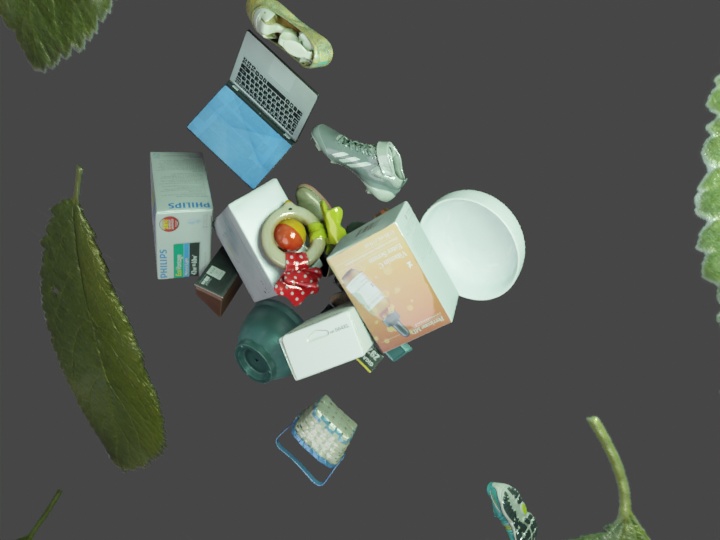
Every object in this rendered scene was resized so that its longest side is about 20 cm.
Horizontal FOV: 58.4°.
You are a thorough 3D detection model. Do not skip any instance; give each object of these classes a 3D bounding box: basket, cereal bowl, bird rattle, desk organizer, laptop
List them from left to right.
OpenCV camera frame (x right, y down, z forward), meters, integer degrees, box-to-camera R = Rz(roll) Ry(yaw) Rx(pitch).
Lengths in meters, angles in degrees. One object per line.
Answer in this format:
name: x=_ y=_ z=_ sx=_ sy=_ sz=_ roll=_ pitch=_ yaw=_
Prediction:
desk organizer: x=-0.302 y=0.002 z=1.475 sx=0.070 sy=0.202 sz=0.078 roll=23 pitch=137 yaw=3
laptop: x=-0.210 y=-0.307 z=1.243 sx=0.186 sy=0.116 sz=0.201 roll=41 pitch=136 yaw=2
bird rattle: x=-0.120 y=-0.046 z=1.248 sx=0.161 sy=0.202 sz=0.113 roll=33 pitch=165 yaw=6
basket: x=-0.110 y=0.449 z=1.698 sx=0.176 sy=0.139 sz=0.201 roll=42 pitch=106 yaw=1
cereal bowl: x=0.203 y=-0.054 z=1.145 sx=0.196 sy=0.083 sz=0.205 roll=19 pitch=130 yaw=24

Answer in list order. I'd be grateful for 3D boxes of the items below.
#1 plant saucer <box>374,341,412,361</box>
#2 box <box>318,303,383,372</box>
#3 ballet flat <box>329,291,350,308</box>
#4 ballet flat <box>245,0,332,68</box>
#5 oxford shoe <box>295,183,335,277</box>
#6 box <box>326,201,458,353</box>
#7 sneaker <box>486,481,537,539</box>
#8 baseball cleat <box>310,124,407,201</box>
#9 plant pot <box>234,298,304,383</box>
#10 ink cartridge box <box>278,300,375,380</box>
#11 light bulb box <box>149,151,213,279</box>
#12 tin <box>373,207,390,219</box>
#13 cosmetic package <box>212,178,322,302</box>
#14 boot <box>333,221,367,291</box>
plant saucer: x=0.030 y=0.123 z=1.455 sx=0.201 sy=0.019 sz=0.070 roll=48 pitch=136 yaw=-2
box: x=-0.024 y=0.146 z=1.408 sx=0.160 sy=0.049 sz=0.200 roll=45 pitch=177 yaw=2
ballet flat: x=0.007 y=0.078 z=1.329 sx=0.196 sy=0.069 sz=0.068 roll=-9 pitch=144 yaw=39
ballet flat: x=-0.138 y=-0.422 z=1.140 sx=0.198 sy=0.071 sz=0.071 roll=36 pitch=136 yaw=9
oxford shoe: x=-0.089 y=-0.081 z=1.349 sx=0.069 sy=0.075 sz=0.204 roll=-10 pitch=115 yaw=40
box: x=0.061 y=0.013 z=1.137 sx=0.150 sy=0.107 sz=0.203 roll=-27 pitch=104 yaw=25
sneaker: x=0.359 y=0.583 z=1.527 sx=0.079 sy=0.077 sz=0.204 roll=2 pitch=119 yaw=58
baseball cleat: x=0.004 y=-0.221 z=1.194 sx=0.198 sy=0.070 sz=0.107 roll=39 pitch=130 yaw=-8
plant pot: x=-0.233 y=0.195 z=1.620 sx=0.196 sy=0.134 sz=0.205 roll=19 pitch=131 yaw=24
ink cartridge box: x=-0.047 y=0.119 z=1.201 sx=0.143 sy=0.200 sz=0.086 roll=-22 pitch=92 yaw=15
light bulb box: x=-0.404 y=-0.124 z=1.446 sx=0.201 sy=0.121 sz=0.203 roll=106 pitch=152 yaw=-44
tin: x=0.092 y=-0.029 z=1.234 sx=0.041 sy=0.112 sz=0.202 roll=-32 pitch=103 yaw=6
cosmetic package: x=-0.203 y=-0.056 z=1.359 sx=0.203 sy=0.121 sz=0.199 roll=61 pitch=158 yaw=-5
boot: x=0.000 y=0.000 z=1.332 sx=0.199 sy=0.070 sz=0.172 roll=43 pitch=140 yaw=-21
